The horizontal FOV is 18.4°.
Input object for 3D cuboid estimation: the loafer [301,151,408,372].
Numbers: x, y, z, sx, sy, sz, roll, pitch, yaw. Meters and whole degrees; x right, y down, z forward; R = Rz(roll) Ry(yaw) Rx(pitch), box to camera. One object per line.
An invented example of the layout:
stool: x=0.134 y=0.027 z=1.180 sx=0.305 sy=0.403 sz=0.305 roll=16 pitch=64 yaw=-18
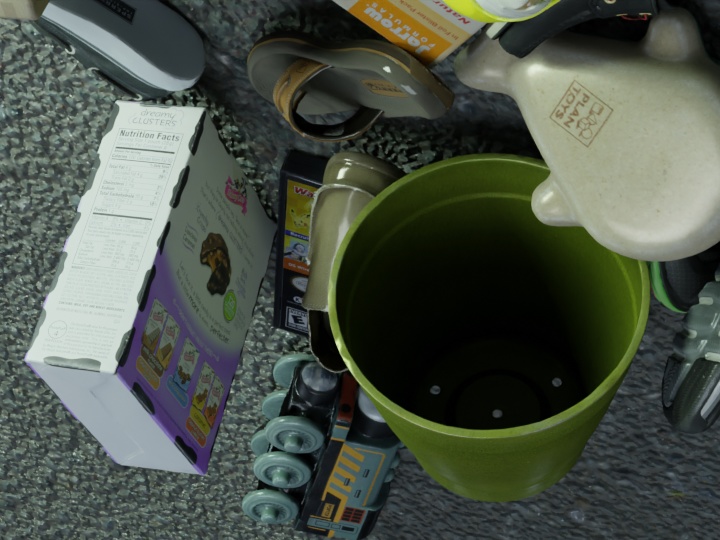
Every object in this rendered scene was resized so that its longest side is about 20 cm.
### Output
loafer: x=0.000 y=0.000 z=1.519 sx=0.076 sy=0.067 sz=0.200 roll=13 pitch=142 yaw=12

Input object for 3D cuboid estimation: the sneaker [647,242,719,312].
sneaker: x=0.254 y=0.006 z=1.452 sx=0.084 sy=0.077 sz=0.200 roll=-25 pitch=134 yaw=36

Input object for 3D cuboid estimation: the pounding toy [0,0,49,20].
pounding toy: x=-0.249 y=-0.251 z=1.262 sx=0.142 sy=0.200 sz=0.184 roll=7 pitch=140 yaw=18

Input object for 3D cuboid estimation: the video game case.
video game case: x=0.037 y=0.006 z=1.585 sx=0.200 sy=0.026 sz=0.181 roll=16 pitch=143 yaw=8

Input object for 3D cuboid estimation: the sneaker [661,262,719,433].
sneaker: x=0.274 y=0.025 z=1.380 sx=0.115 sy=0.200 sz=0.075 roll=24 pitch=-178 yaw=-19

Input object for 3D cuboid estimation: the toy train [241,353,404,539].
toy train: x=-0.025 y=0.139 z=1.739 sx=0.114 sy=0.085 sz=0.200 roll=11 pitch=141 yaw=-7

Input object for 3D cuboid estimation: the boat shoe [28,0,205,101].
boat shoe: x=-0.191 y=-0.174 z=1.440 sx=0.200 sy=0.069 sz=0.057 roll=37 pitch=141 yaw=-23

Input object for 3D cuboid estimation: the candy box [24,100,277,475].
candy box: x=-0.135 y=0.013 z=1.507 sx=0.072 sy=0.200 sz=0.168 roll=6 pitch=154 yaw=21

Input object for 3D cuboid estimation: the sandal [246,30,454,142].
sandal: x=-0.015 y=-0.107 z=1.397 sx=0.082 sy=0.055 sz=0.200 roll=35 pitch=168 yaw=-34

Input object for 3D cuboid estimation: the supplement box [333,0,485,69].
supplement box: x=0.056 y=-0.216 z=1.264 sx=0.126 sy=0.074 sz=0.200 roll=33 pitch=141 yaw=-16

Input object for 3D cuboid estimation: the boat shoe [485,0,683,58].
boat shoe: x=0.155 y=-0.169 z=1.256 sx=0.201 sy=0.074 sz=0.063 roll=-31 pitch=99 yaw=35

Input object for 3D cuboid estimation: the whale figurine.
whale figurine: x=0.157 y=-0.096 z=1.357 sx=0.200 sy=0.104 sz=0.159 roll=37 pitch=114 yaw=12

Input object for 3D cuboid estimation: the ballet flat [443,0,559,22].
ballet flat: x=0.104 y=-0.173 z=1.179 sx=0.067 sy=0.067 sz=0.200 roll=42 pitch=136 yaw=-22

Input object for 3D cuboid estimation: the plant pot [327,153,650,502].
plant pot: x=0.089 y=0.058 z=1.466 sx=0.200 sy=0.200 sz=0.193 roll=12 pitch=153 yaw=12
